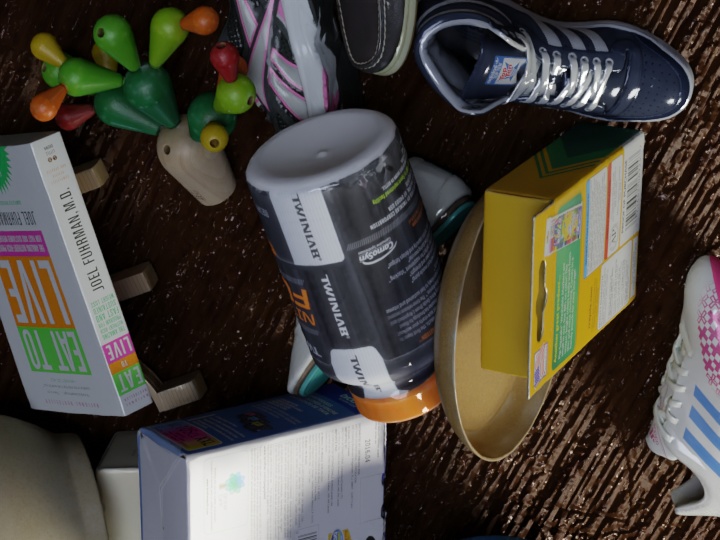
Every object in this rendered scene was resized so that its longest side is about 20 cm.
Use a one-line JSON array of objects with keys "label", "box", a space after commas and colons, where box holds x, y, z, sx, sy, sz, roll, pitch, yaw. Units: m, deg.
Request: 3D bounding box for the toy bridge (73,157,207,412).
[{"label": "toy bridge", "box": [-0.183, 0.014, 1.508, 0.067, 0.027, 0.201, -19, 107, 15]}]

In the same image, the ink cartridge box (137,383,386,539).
[{"label": "ink cartridge box", "box": [-0.056, 0.165, 1.475, 0.199, 0.076, 0.137, -10, 110, -31]}]

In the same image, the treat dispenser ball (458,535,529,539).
[{"label": "treat dispenser ball", "box": [0.098, 0.293, 1.484, 0.199, 0.201, 0.202, 3, 111, 7]}]

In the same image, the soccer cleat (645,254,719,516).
[{"label": "soccer cleat", "box": [0.240, 0.089, 1.458, 0.086, 0.070, 0.201, -10, 109, 11]}]

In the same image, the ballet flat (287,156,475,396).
[{"label": "ballet flat", "box": [0.000, 0.000, 1.466, 0.069, 0.069, 0.200, 38, 107, -8]}]

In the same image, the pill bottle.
[{"label": "pill bottle", "box": [0.003, 0.003, 1.364, 0.106, 0.106, 0.201, -13, 118, 12]}]

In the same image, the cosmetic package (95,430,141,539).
[{"label": "cosmetic package", "box": [-0.133, 0.225, 1.558, 0.103, 0.073, 0.201, -3, 109, 9]}]

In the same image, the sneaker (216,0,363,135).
[{"label": "sneaker", "box": [-0.054, -0.143, 1.416, 0.086, 0.080, 0.201, -5, 102, 20]}]

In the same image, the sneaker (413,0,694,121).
[{"label": "sneaker", "box": [0.126, -0.133, 1.367, 0.199, 0.109, 0.070, 18, 113, 0]}]

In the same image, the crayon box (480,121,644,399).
[{"label": "crayon box", "box": [0.130, -0.011, 1.363, 0.051, 0.200, 0.127, 10, 113, 24]}]

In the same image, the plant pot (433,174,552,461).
[{"label": "plant pot", "box": [0.094, 0.028, 1.394, 0.027, 0.200, 0.201, 9, 113, 25]}]

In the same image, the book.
[{"label": "book", "box": [-0.217, 0.001, 1.450, 0.133, 0.048, 0.201, 1, 113, 56]}]

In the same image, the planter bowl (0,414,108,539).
[{"label": "planter bowl", "box": [-0.261, 0.192, 1.514, 0.134, 0.200, 0.201, -11, 111, -17]}]

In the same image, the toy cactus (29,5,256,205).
[{"label": "toy cactus", "box": [-0.136, -0.105, 1.411, 0.199, 0.103, 0.165, -1, 139, 33]}]

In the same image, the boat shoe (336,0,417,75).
[{"label": "boat shoe", "box": [-0.009, -0.227, 1.347, 0.073, 0.065, 0.201, -6, 91, 52]}]
